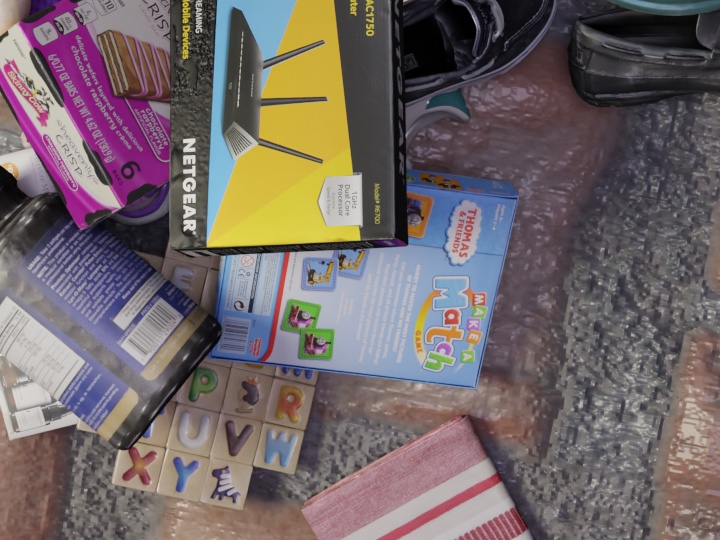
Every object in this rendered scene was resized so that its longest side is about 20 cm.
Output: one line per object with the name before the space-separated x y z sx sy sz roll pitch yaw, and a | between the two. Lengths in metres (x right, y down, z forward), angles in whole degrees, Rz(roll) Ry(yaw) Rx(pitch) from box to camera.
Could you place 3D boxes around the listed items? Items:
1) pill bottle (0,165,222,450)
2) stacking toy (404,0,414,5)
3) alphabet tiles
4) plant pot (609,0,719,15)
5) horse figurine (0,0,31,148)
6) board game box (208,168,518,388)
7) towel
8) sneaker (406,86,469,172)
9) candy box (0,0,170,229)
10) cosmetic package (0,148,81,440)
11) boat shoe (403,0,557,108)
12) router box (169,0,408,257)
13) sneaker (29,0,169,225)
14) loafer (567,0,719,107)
pill bottle | -0.201 0.019 1.129 0.200 0.112 0.112 40 94 -3
stacking toy | 0.003 -0.251 1.112 0.145 0.200 0.148 0 95 0
alphabet tiles | -0.110 0.067 1.209 0.165 0.006 0.202 14 88 -14
plant pot | 0.214 -0.297 1.081 0.198 0.196 0.202 -1 75 2
horse figurine | -0.261 -0.182 1.164 0.132 0.050 0.202 2 93 45
board game box | 0.000 0.000 1.181 0.198 0.037 0.153 8 111 -9
towel | 0.062 0.227 1.242 0.143 0.023 0.201 -28 96 1
sneaker | -0.010 -0.084 1.190 0.199 0.070 0.094 -39 88 0
candy box | -0.140 -0.135 1.131 0.200 0.061 0.137 -37 101 -41
cosmetic package | -0.238 0.014 1.211 0.082 0.051 0.202 -14 95 0
boat shoe | 0.069 -0.165 1.146 0.199 0.068 0.072 -26 89 -29
router box | -0.046 -0.113 1.063 0.148 0.051 0.202 -3 83 12
sneaker | -0.188 -0.128 1.180 0.080 0.088 0.202 -22 93 4
loafer | 0.246 -0.163 1.177 0.198 0.068 0.071 -7 134 3
